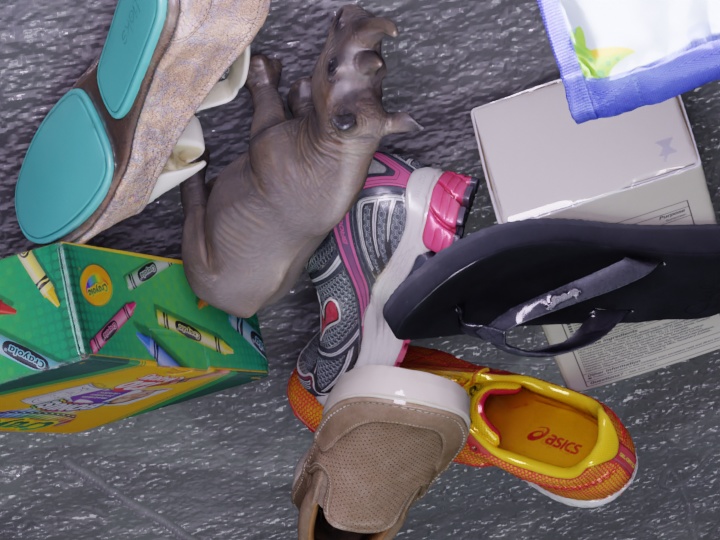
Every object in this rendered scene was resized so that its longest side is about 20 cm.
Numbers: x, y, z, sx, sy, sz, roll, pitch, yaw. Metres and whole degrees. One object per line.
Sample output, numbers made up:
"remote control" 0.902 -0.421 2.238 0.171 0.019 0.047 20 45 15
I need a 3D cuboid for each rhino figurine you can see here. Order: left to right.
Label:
"rhino figurine" -0.028 -0.052 1.264 0.060 0.087 0.200 5 146 -30

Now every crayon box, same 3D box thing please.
"crayon box" -0.141 0.035 1.330 0.119 0.058 0.200 -17 170 21

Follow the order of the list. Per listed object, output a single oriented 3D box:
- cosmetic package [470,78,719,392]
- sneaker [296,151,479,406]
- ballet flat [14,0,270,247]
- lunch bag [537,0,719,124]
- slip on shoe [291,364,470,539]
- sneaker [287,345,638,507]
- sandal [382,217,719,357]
"cosmetic package" 0.128 -0.021 1.398 0.105 0.071 0.200 -17 151 5
"sneaker" 0.000 0.000 1.393 0.075 0.081 0.200 21 144 -2
"ballet flat" -0.092 -0.070 1.232 0.067 0.068 0.200 -3 151 -30
"lunch bag" 0.134 -0.162 1.027 0.170 0.200 0.127 -18 151 10
"slip on shoe" 0.005 0.105 1.418 0.076 0.061 0.200 14 156 -12
"sneaker" 0.052 0.070 1.477 0.200 0.073 0.077 9 158 22
"sandal" 0.109 0.010 1.319 0.200 0.043 0.076 -5 148 -22
